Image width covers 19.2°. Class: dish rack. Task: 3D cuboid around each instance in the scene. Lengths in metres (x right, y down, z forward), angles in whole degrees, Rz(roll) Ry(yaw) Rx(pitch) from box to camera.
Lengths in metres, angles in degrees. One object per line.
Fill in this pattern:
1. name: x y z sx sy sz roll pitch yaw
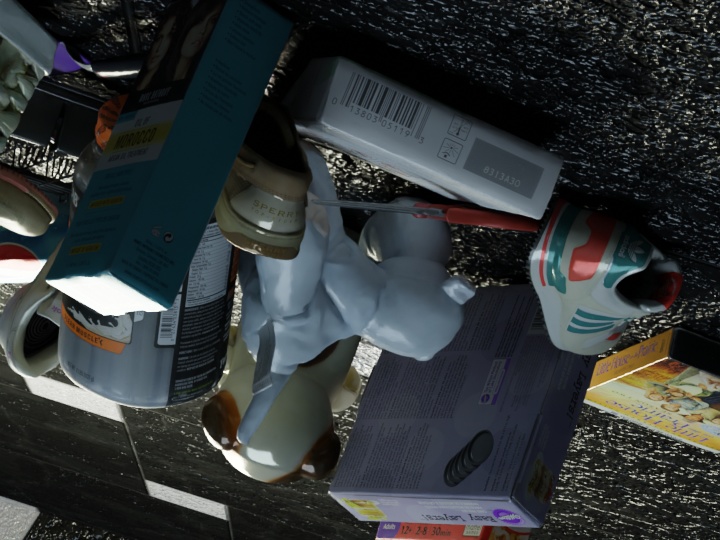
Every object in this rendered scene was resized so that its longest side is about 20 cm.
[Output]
1. dish rack: -0.253 -0.099 1.589 0.153 0.055 0.200 19 168 -23

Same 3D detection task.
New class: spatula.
1. spatula: -0.181 -0.141 1.436 0.056 0.021 0.200 28 170 -39

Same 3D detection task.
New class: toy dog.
1. toy dog: -0.047 0.071 1.681 0.139 0.200 0.194 23 163 -19

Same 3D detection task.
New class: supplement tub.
1. supplement tub: -0.145 -0.016 1.494 0.122 0.200 0.123 7 -154 -3

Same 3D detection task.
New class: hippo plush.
1. hippo plush: 0.000 0.000 1.490 0.160 0.200 0.159 3 147 -12

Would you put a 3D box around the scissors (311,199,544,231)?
1. scissors: 0.054 -0.040 1.429 0.073 0.014 0.200 13 -175 37

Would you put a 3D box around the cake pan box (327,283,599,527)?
1. cake pan box: 0.084 0.097 1.630 0.184 0.200 0.052 -4 145 39

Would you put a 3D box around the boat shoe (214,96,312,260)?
1. boat shoe: -0.064 -0.079 1.343 0.071 0.065 0.200 11 -155 -22

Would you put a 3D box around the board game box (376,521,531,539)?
1. board game box: 0.099 0.133 1.726 0.046 0.200 0.151 28 160 -28

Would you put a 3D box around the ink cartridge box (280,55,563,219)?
1. ink cartridge box: 0.027 -0.089 1.399 0.161 0.050 0.200 23 -179 -15

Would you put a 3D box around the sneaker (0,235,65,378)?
1. sneaker: -0.204 0.004 1.646 0.075 0.200 0.100 34 -171 -17

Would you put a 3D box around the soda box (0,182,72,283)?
1. soda box: -0.287 -0.030 1.711 0.200 0.068 0.064 -1 162 -19

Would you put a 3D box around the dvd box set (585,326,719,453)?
1. dvd box set: 0.274 0.100 1.732 0.146 0.029 0.200 22 163 -12

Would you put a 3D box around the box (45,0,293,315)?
1. box: -0.115 -0.073 1.291 0.049 0.200 0.082 32 158 -29

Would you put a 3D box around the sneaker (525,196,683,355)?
1. sneaker: 0.180 0.018 1.497 0.093 0.070 0.200 18 162 23

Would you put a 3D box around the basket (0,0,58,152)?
1. basket: -0.326 -0.142 1.407 0.200 0.124 0.136 14 163 28

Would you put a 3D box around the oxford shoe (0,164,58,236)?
1. oxford shoe: -0.307 -0.051 1.556 0.071 0.074 0.200 -1 163 45
